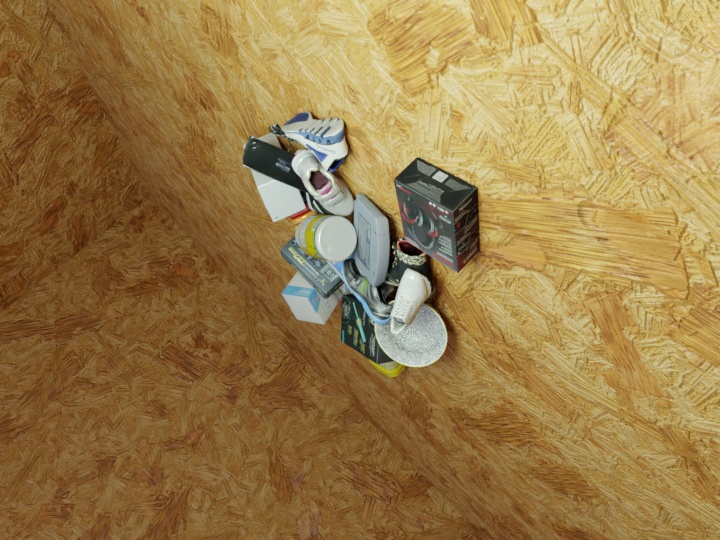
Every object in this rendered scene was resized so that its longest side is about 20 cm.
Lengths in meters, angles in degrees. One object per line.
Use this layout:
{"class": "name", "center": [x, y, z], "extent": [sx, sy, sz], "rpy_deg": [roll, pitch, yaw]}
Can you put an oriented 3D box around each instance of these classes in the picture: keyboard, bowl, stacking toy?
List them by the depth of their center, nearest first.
{"class": "keyboard", "center": [-0.178, -0.275, 1.394], "extent": [0.197, 0.129, 0.021], "rpy_deg": [21, -159, -14]}
{"class": "bowl", "center": [0.144, 0.146, 1.547], "extent": [0.197, 0.094, 0.204], "rpy_deg": [9, 117, 17]}
{"class": "stacking toy", "center": [-0.137, -0.121, 1.625], "extent": [0.116, 0.109, 0.203], "rpy_deg": [6, 125, 64]}

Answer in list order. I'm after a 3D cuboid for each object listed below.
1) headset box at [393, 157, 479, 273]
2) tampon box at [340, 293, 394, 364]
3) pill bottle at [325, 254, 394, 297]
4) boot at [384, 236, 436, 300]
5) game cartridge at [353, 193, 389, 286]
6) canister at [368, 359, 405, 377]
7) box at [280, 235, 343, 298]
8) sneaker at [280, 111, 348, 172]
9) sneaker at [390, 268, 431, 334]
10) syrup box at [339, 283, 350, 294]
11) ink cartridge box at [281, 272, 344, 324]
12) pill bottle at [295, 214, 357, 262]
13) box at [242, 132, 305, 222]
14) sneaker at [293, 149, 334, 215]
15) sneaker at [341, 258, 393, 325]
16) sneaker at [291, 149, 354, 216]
{"class": "headset box", "center": [0.152, -0.099, 1.131], "extent": [0.148, 0.075, 0.201], "rpy_deg": [35, 157, 32]}
{"class": "tampon box", "center": [0.046, 0.161, 1.690], "extent": [0.199, 0.124, 0.153], "rpy_deg": [23, 114, 53]}
{"class": "pill bottle", "center": [0.000, 0.000, 1.601], "extent": [0.201, 0.112, 0.112], "rpy_deg": [49, 161, -2]}
{"class": "boot", "center": [0.096, -0.027, 1.410], "extent": [0.202, 0.073, 0.155], "rpy_deg": [32, 151, 36]}
{"class": "game cartridge", "center": [0.026, -0.069, 1.404], "extent": [0.133, 0.041, 0.203], "rpy_deg": [47, 146, 42]}
{"class": "canister", "center": [0.066, 0.256, 1.995], "extent": [0.148, 0.086, 0.202], "rpy_deg": [27, 151, 45]}
{"class": "box", "center": [-0.115, -0.040, 1.705], "extent": [0.200, 0.158, 0.051], "rpy_deg": [42, 160, 14]}
{"class": "sneaker", "center": [-0.094, -0.282, 1.305], "extent": [0.198, 0.080, 0.116], "rpy_deg": [26, 149, 44]}
{"class": "sneaker", "center": [0.111, 0.077, 1.365], "extent": [0.076, 0.081, 0.202], "rpy_deg": [30, 147, 18]}
{"class": "syrup box", "center": [-0.087, -0.026, 1.785], "extent": [0.199, 0.081, 0.079], "rpy_deg": [41, 158, 21]}
{"class": "ink cartridge box", "center": [-0.141, 0.054, 1.914], "extent": [0.123, 0.201, 0.130], "rpy_deg": [6, 139, 36]}
{"class": "pill bottle", "center": [-0.097, -0.086, 1.487], "extent": [0.114, 0.113, 0.199], "rpy_deg": [55, 162, -21]}
{"class": "box", "center": [-0.228, -0.249, 1.527], "extent": [0.125, 0.096, 0.202], "rpy_deg": [70, 176, -48]}
{"class": "sneaker", "center": [-0.097, -0.218, 1.473], "extent": [0.111, 0.073, 0.201], "rpy_deg": [25, 155, 31]}
{"class": "sneaker", "center": [0.023, 0.046, 1.494], "extent": [0.200, 0.083, 0.070], "rpy_deg": [51, -163, 20]}
{"class": "sneaker", "center": [-0.083, -0.193, 1.382], "extent": [0.199, 0.081, 0.089], "rpy_deg": [41, -168, -33]}
